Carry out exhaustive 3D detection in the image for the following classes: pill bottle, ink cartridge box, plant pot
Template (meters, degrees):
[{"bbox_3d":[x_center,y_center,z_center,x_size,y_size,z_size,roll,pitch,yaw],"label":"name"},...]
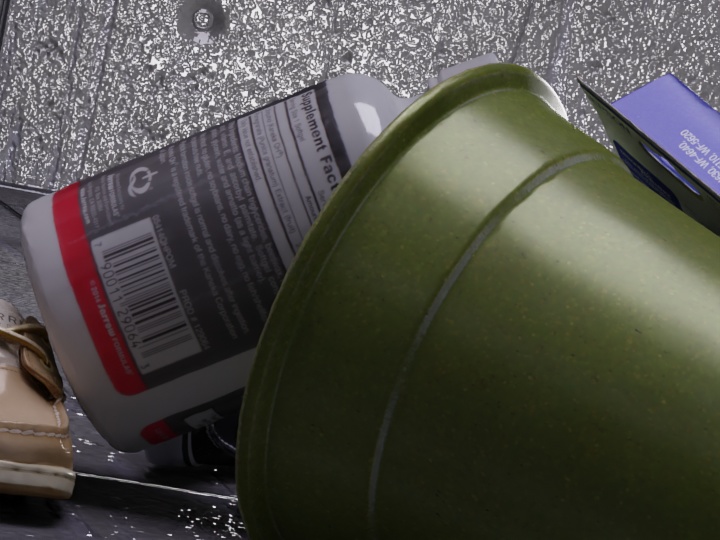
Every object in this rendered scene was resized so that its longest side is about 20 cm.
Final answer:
[{"bbox_3d":[-0.024,-0.012,1.138,0.200,0.111,0.111,-22,1,4],"label":"pill bottle"},{"bbox_3d":[0.149,-0.007,1.100,0.099,0.039,0.200,45,-6,33],"label":"ink cartridge box"},{"bbox_3d":[0.092,0.055,0.991,0.190,0.200,0.200,26,10,26],"label":"plant pot"}]

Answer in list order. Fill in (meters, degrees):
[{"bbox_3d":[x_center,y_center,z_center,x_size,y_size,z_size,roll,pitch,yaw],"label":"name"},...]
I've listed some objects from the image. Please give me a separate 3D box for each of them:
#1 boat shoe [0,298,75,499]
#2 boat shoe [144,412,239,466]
[{"bbox_3d":[-0.152,0.044,1.120,0.074,0.069,0.200,10,4,-20],"label":"boat shoe"},{"bbox_3d":[-0.045,0.059,1.284,0.068,0.072,0.200,10,-4,12],"label":"boat shoe"}]
